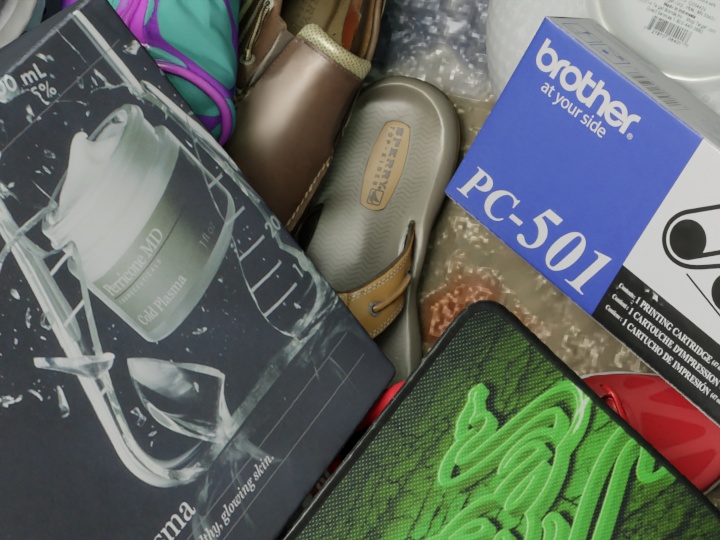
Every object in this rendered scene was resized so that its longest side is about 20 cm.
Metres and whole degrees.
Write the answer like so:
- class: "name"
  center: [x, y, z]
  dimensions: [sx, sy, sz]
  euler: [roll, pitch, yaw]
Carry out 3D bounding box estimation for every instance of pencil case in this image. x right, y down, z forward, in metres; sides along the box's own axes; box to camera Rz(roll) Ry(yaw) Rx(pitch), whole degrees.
- class: "pencil case"
  center: [-0.091, -0.141, 0.840]
  dimensions: [0.085, 0.093, 0.201]
  euler: [1, 59, 1]

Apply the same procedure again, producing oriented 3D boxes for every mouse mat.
- class: "mouse mat"
  center: [0.041, 0.133, 0.742]
  dimensions: [0.161, 0.008, 0.200]
  euler: [42, 79, -19]

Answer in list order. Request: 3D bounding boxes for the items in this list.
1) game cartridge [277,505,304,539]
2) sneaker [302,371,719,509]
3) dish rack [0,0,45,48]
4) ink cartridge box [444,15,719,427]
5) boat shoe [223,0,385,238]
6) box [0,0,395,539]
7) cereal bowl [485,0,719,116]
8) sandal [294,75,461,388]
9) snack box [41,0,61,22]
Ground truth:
- class: "game cartridge"
  center: [-0.128, 0.132, 0.875]
  dimensions: [0.200, 0.038, 0.130]
  euler: [-38, 69, -3]
- class: "sneaker"
  center: [0.075, 0.079, 0.801]
  dimensions: [0.199, 0.116, 0.079]
  euler: [-10, 81, -8]
- class: "dish rack"
  center: [-0.191, -0.153, 0.846]
  dimensions: [0.199, 0.043, 0.173]
  euler: [-6, 64, 41]
- class: "ink cartridge box"
  center: [0.135, -0.013, 0.797]
  dimensions: [0.200, 0.044, 0.094]
  euler: [41, 116, 25]
- class: "boat shoe"
  center: [-0.033, -0.086, 0.863]
  dimensions: [0.074, 0.075, 0.203]
  euler: [28, 59, -24]
- class: "box"
  center: [-0.124, 0.040, 0.718]
  dimensions: [0.197, 0.124, 0.200]
  euler: [51, 50, -15]
- class: "cereal bowl"
  center: [0.154, -0.116, 0.874]
  dimensions: [0.199, 0.083, 0.201]
  euler: [-2, 75, 7]
- class: "sandal"
  center: [0.000, 0.000, 0.878]
  dimensions: [0.081, 0.055, 0.201]
  euler: [15, 79, 12]
- class: "snack box"
  center: [-0.192, -0.098, 0.926]
  dimensions: [0.199, 0.068, 0.170]
  euler: [-17, 71, 4]
